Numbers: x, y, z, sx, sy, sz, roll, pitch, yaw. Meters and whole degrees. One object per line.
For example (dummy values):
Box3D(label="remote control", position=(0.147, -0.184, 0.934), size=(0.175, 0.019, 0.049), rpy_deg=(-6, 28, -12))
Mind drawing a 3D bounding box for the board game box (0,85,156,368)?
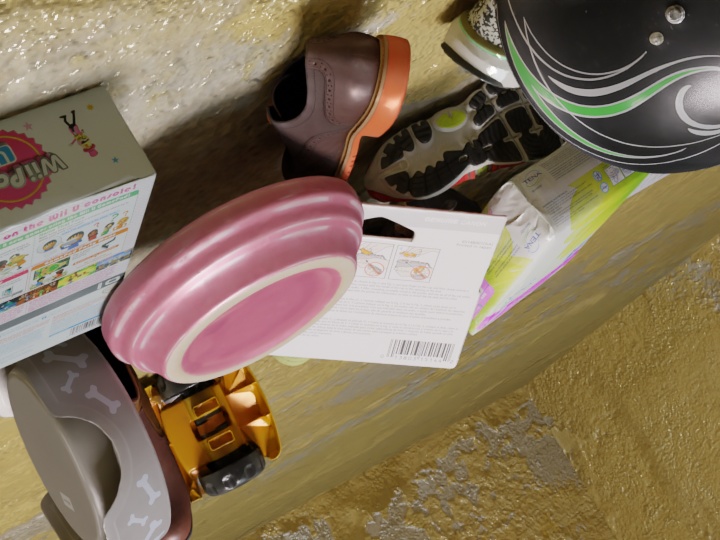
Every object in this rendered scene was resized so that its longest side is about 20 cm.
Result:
Box3D(label="board game box", position=(-0.210, -0.007, 0.686), size=(0.146, 0.065, 0.200), rpy_deg=(-26, 166, -30))

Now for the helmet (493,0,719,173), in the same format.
Box3D(label="helmet", position=(0.177, -0.159, 0.713), size=(0.188, 0.204, 0.198), rpy_deg=(5, -165, 41))

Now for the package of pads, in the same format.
Box3D(label="package of pads", position=(0.156, -0.038, 1.050), size=(0.153, 0.068, 0.201), rpy_deg=(-32, 166, -31))

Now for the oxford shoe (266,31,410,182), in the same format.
Box3D(label="oxford shoe", position=(-0.030, -0.106, 0.781), size=(0.071, 0.073, 0.200), rpy_deg=(9, 159, -15))

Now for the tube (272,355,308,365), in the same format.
Box3D(label="tube", position=(-0.046, 0.036, 1.061), size=(0.058, 0.052, 0.200), rpy_deg=(-36, 172, -24))

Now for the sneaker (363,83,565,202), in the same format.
Box3D(label="sneaker", position=(0.088, -0.110, 1.009), size=(0.197, 0.078, 0.085), rpy_deg=(-19, 178, -21))

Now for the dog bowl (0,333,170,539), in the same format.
Box3D(label="dog bowl", position=(-0.208, 0.130, 0.867), size=(0.058, 0.202, 0.200), rpy_deg=(-27, 166, -27))

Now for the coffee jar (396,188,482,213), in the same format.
Box3D(label="coffee jar", position=(0.034, -0.004, 1.178), size=(0.199, 0.086, 0.104), rpy_deg=(-38, 152, 23))

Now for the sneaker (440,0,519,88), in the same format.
Box3D(label="sneaker", position=(0.149, -0.192, 0.843), size=(0.198, 0.077, 0.089), rpy_deg=(-26, 154, -40))

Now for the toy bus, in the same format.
Box3D(label="toy bus", position=(-0.201, 0.179, 1.250), size=(0.198, 0.138, 0.192), rpy_deg=(-26, -179, -15))

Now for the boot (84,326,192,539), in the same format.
Box3D(label="boot", position=(-0.177, 0.120, 0.933), size=(0.067, 0.191, 0.200), rpy_deg=(-15, 163, -19))

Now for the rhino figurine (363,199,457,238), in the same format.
Box3D(label="rhino figurine", position=(0.028, -0.026, 1.013), size=(0.086, 0.061, 0.199), rpy_deg=(3, 170, -23))

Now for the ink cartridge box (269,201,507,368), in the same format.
Box3D(label="ink cartridge box", position=(0.000, 0.000, 0.938), size=(0.196, 0.045, 0.178), rpy_deg=(5, 133, -11))

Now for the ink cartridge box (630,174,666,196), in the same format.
Box3D(label="ink cartridge box", position=(0.331, -0.167, 1.286), size=(0.174, 0.085, 0.200), rpy_deg=(-28, 166, -17))

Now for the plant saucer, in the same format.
Box3D(label="plant saucer", position=(-0.078, 0.016, 0.806), size=(0.198, 0.051, 0.201), rpy_deg=(-29, 163, -10))
